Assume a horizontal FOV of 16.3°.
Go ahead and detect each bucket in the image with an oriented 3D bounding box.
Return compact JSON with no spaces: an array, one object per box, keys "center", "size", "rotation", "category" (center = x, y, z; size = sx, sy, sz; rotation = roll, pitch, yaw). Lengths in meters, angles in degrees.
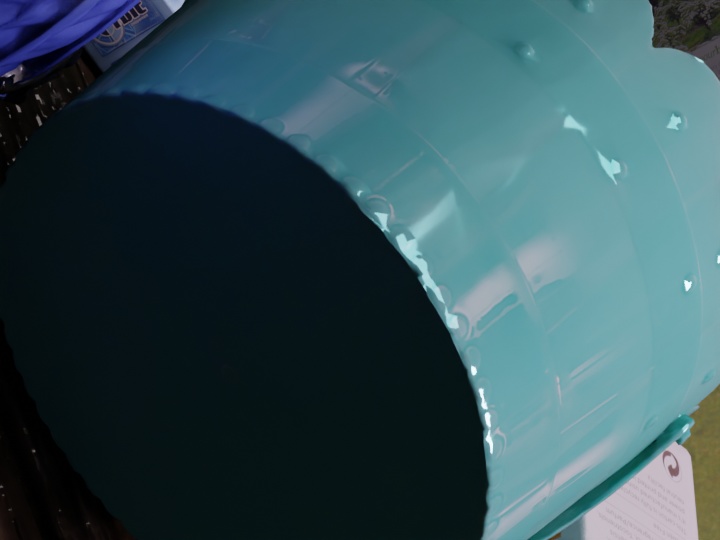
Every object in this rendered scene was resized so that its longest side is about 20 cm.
[{"center":[0.000,0.000,0.742],"size":[0.135,0.207,0.207],"rotation":[-38,101,-42],"category":"bucket"}]

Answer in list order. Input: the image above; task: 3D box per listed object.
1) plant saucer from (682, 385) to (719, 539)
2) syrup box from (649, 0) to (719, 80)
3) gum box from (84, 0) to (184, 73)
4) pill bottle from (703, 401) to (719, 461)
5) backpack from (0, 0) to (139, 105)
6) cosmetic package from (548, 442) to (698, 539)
[{"center":[0.160,0.099,0.927],"size":[0.048,0.200,0.200],"rotation":[42,38,-81],"category":"plant saucer"},{"center":[0.187,-0.130,1.233],"size":[0.081,0.079,0.200],"rotation":[13,57,-51],"category":"syrup box"},{"center":[-0.024,-0.085,0.924],"size":[0.200,0.045,0.170],"rotation":[53,33,-16],"category":"gum box"},{"center":[0.184,0.141,1.001],"size":[0.111,0.111,0.200],"rotation":[-11,77,-58],"category":"pill bottle"},{"center":[-0.129,-0.104,0.636],"size":[0.163,0.200,0.168],"rotation":[57,32,-13],"category":"backpack"},{"center":[0.056,0.145,0.822],"size":[0.071,0.101,0.200],"rotation":[35,41,-38],"category":"cosmetic package"}]
